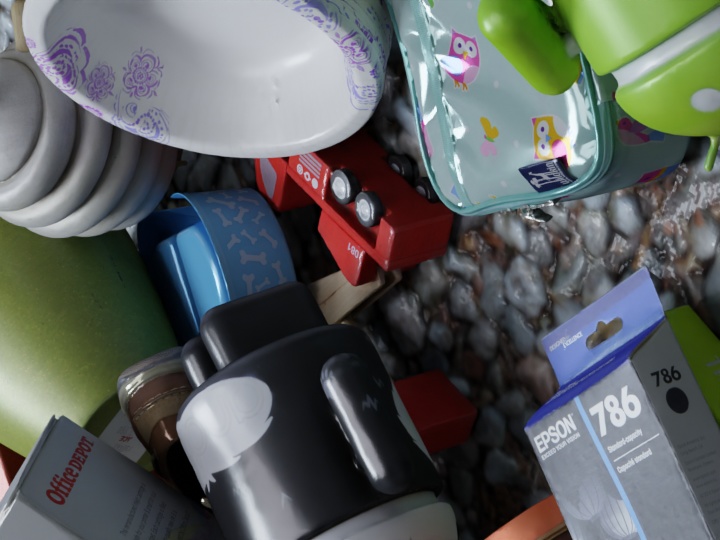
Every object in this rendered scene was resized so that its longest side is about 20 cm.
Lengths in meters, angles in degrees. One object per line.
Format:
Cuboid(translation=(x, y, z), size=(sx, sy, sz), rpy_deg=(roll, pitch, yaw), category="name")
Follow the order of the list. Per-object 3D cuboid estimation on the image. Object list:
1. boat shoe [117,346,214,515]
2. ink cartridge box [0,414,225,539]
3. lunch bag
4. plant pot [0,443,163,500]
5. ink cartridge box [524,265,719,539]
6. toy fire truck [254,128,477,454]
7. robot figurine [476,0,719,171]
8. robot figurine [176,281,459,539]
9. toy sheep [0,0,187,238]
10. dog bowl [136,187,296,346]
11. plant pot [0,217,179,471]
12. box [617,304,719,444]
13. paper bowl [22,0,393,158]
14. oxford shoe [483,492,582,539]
Cuboid(translation=(-0.085, 0.124, 1.262), size=(0.075, 0.200, 0.072), rpy_deg=(-32, 51, 10), category="boat shoe")
Cuboid(translation=(-0.122, 0.185, 1.159), size=(0.199, 0.145, 0.085), rpy_deg=(35, 102, -6), category="ink cartridge box")
Cuboid(translation=(0.080, -0.125, 1.032), size=(0.160, 0.077, 0.202), rpy_deg=(-11, 91, 54), category="lunch bag")
Cuboid(translation=(-0.234, 0.175, 1.472), size=(0.176, 0.199, 0.202), rpy_deg=(-30, 77, 45), category="plant pot")
Cuboid(translation=(0.139, 0.109, 0.983), size=(0.099, 0.039, 0.201), rpy_deg=(-43, 65, 52), category="ink cartridge box")
Cuboid(translation=(0.000, 0.000, 1.207), size=(0.200, 0.048, 0.142), rpy_deg=(44, 135, 38), category="toy fire truck")
Cuboid(translation=(0.134, -0.148, 0.899), size=(0.175, 0.116, 0.201), rpy_deg=(-32, 94, 15), category="robot figurine")
Cuboid(translation=(-0.024, 0.109, 1.133), size=(0.124, 0.150, 0.201), rpy_deg=(-30, 74, 9), category="robot figurine")
Cuboid(translation=(-0.183, -0.086, 1.239), size=(0.137, 0.199, 0.139), rpy_deg=(-6, 82, 42), category="toy sheep")
Cuboid(translation=(-0.090, 0.005, 1.289), size=(0.200, 0.049, 0.112), rpy_deg=(162, 91, -72), category="dog bowl")
Cuboid(translation=(-0.199, 0.042, 1.320), size=(0.200, 0.186, 0.188), rpy_deg=(43, 133, 34), category="plant pot")
Cuboid(translation=(0.183, 0.130, 1.000), size=(0.200, 0.047, 0.122), rpy_deg=(53, 139, 29), category="box")
Cuboid(translation=(-0.079, -0.153, 1.123), size=(0.200, 0.199, 0.105), rpy_deg=(-31, 43, 53), category="paper bowl")
Cuboid(translation=(0.054, 0.199, 1.057), size=(0.200, 0.071, 0.073), rpy_deg=(-43, 69, 22), category="oxford shoe")
